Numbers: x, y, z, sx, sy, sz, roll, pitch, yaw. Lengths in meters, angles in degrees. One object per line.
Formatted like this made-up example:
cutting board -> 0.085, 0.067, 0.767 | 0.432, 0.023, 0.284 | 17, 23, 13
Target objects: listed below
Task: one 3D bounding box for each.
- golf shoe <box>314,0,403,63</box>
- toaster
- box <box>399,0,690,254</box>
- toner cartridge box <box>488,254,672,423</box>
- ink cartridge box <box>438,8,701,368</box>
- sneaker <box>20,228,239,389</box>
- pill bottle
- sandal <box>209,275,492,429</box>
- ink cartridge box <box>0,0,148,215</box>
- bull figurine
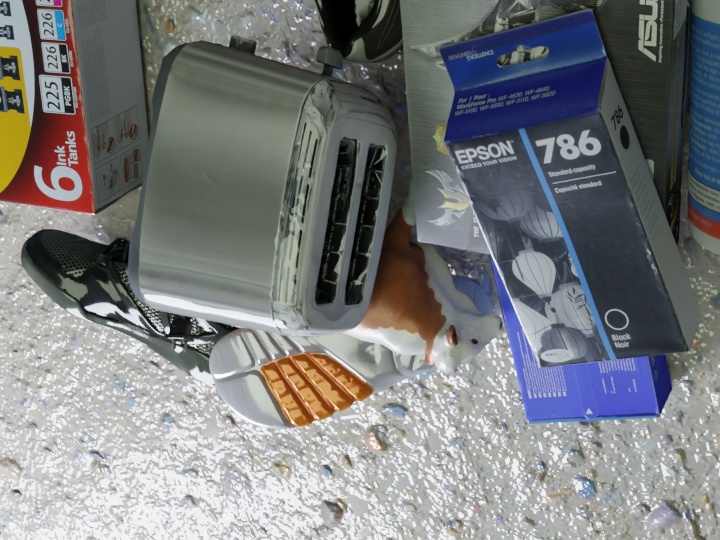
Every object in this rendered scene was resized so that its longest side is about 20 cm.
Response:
golf shoe -> -0.001, -0.224, 0.830 | 0.077, 0.094, 0.203 | -1, 109, 27
toaster -> -0.059, -0.039, 0.838 | 0.128, 0.113, 0.203 | 12, 93, 29
box -> 0.105, -0.099, 0.785 | 0.156, 0.048, 0.202 | 10, 127, 21
toner cartridge box -> 0.136, -0.002, 0.889 | 0.094, 0.043, 0.203 | -5, 109, 28
ink cartridge box -> 0.113, -0.039, 0.767 | 0.098, 0.039, 0.202 | -9, 118, 34
sneaker -> -0.152, -0.004, 1.010 | 0.198, 0.076, 0.115 | 27, 119, 10
pill bottle -> 0.236, -0.113, 0.752 | 0.111, 0.112, 0.203 | 5, 115, 23
sandal -> -0.004, 0.054, 0.976 | 0.204, 0.059, 0.080 | -16, 99, 8
ink cartridge box -> -0.250, -0.156, 0.984 | 0.173, 0.084, 0.203 | 8, 115, 23
bull figurine -> 0.000, 0.000, 0.911 | 0.197, 0.123, 0.065 | 5, 158, 18
